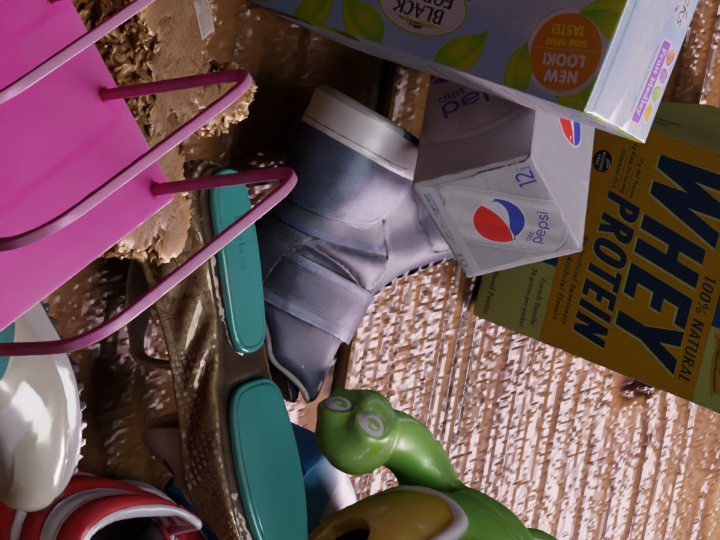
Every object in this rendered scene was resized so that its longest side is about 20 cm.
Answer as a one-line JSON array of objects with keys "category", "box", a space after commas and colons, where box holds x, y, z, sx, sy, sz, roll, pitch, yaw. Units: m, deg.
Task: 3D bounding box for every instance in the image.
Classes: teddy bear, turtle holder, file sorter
[{"category": "teddy bear", "box": [-0.102, -0.106, 1.136, 0.145, 0.067, 0.200, -13, 111, -55]}, {"category": "turtle holder", "box": [0.025, 0.163, 1.257, 0.132, 0.141, 0.186, 3, 107, -52]}, {"category": "file sorter", "box": [-0.134, -0.081, 0.982, 0.139, 0.125, 0.200, -40, 111, -34]}]

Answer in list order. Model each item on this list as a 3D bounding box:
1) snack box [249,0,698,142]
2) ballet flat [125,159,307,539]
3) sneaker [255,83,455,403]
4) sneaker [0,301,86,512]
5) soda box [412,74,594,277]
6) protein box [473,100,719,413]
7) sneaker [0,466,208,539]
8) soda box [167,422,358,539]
[{"category": "snack box", "box": [0.067, -0.169, 1.196, 0.068, 0.200, 0.169, 19, 93, -54]}, {"category": "ballet flat", "box": [-0.072, 0.051, 1.200, 0.070, 0.065, 0.200, 1, 79, -65]}, {"category": "sneaker", "box": [-0.002, -0.001, 1.306, 0.146, 0.077, 0.202, -63, 150, 1]}, {"category": "sneaker", "box": [-0.179, 0.016, 1.076, 0.093, 0.070, 0.200, -24, 114, -38]}, {"category": "soda box", "box": [0.077, -0.093, 1.279, 0.068, 0.063, 0.200, 58, 29, -37]}, {"category": "protein box", "box": [0.211, -0.009, 1.471, 0.200, 0.198, 0.135, -1, 108, -53]}, {"category": "sneaker", "box": [-0.105, 0.136, 1.206, 0.200, 0.112, 0.071, 32, 82, -54]}, {"category": "soda box", "box": [-0.031, 0.165, 1.362, 0.068, 0.064, 0.200, -47, 140, -27]}]
